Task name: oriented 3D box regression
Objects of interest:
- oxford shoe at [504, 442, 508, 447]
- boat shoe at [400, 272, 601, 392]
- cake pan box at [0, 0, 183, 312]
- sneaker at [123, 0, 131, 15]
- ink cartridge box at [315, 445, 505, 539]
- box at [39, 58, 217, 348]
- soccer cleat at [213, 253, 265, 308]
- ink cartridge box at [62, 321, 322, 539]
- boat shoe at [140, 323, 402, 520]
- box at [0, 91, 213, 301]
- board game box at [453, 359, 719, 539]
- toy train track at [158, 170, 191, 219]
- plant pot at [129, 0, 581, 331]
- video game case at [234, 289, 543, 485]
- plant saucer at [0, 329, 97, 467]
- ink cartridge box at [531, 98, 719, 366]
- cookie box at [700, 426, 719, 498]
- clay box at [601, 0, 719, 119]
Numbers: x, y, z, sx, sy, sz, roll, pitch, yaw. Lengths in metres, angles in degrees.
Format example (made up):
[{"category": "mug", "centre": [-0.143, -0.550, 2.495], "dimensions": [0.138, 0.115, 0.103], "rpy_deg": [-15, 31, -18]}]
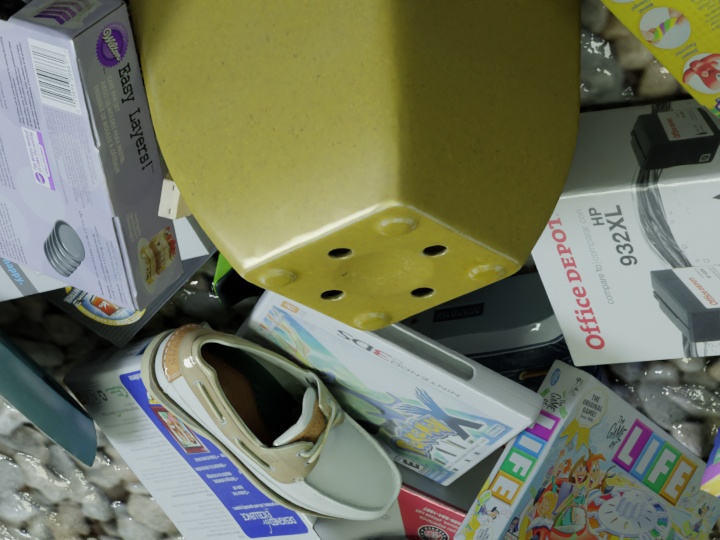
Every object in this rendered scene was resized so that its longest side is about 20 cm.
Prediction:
[{"category": "oxford shoe", "centre": [0.161, 0.160, 1.497], "dimensions": [0.070, 0.075, 0.200], "rpy_deg": [-28, 118, 36]}, {"category": "boat shoe", "centre": [0.060, 0.061, 1.442], "dimensions": [0.200, 0.071, 0.091], "rpy_deg": [-6, 131, 24]}, {"category": "cake pan box", "centre": [-0.200, -0.088, 1.251], "dimensions": [0.184, 0.052, 0.200], "rpy_deg": [17, 134, 33]}, {"category": "sneaker", "centre": [-0.164, -0.176, 1.289], "dimensions": [0.200, 0.082, 0.070], "rpy_deg": [-28, 118, 37]}, {"category": "ink cartridge box", "centre": [0.004, 0.186, 1.567], "dimensions": [0.145, 0.083, 0.200], "rpy_deg": [24, 135, -4]}, {"category": "box", "centre": [-0.172, -0.052, 1.433], "dimensions": [0.160, 0.044, 0.200], "rpy_deg": [36, 132, -13]}, {"category": "soccer cleat", "centre": [0.000, 0.000, 1.398], "dimensions": [0.200, 0.081, 0.068], "rpy_deg": [0, 131, 19]}, {"category": "ink cartridge box", "centre": [-0.102, 0.134, 1.506], "dimensions": [0.200, 0.047, 0.198], "rpy_deg": [52, 150, -13]}, {"category": "boat shoe", "centre": [-0.048, 0.103, 1.387], "dimensions": [0.200, 0.075, 0.068], "rpy_deg": [32, 158, -22]}, {"category": "box", "centre": [-0.210, -0.060, 1.382], "dimensions": [0.200, 0.041, 0.156], "rpy_deg": [-12, 126, 27]}, {"category": "board game box", "centre": [0.159, 0.160, 1.417], "dimensions": [0.034, 0.135, 0.200], "rpy_deg": [24, 172, 46]}, {"category": "toy train track", "centre": [-0.083, -0.074, 1.278], "dimensions": [0.032, 0.200, 0.115], "rpy_deg": [13, 113, 4]}, {"category": "plant pot", "centre": [0.004, -0.085, 1.187], "dimensions": [0.194, 0.200, 0.195], "rpy_deg": [-23, 147, 33]}, {"category": "video game case", "centre": [0.007, 0.073, 1.387], "dimensions": [0.182, 0.022, 0.200], "rpy_deg": [27, 159, -4]}, {"category": "plant saucer", "centre": [-0.254, 0.062, 1.504], "dimensions": [0.200, 0.027, 0.200], "rpy_deg": [43, 175, 5]}, {"category": "ink cartridge box", "centre": [0.210, -0.025, 1.301], "dimensions": [0.200, 0.084, 0.145], "rpy_deg": [-6, 131, 23]}, {"category": "cookie box", "centre": [0.349, 0.131, 1.377], "dimensions": [0.200, 0.075, 0.171], "rpy_deg": [27, 152, -6]}, {"category": "clay box", "centre": [0.191, -0.177, 1.193], "dimensions": [0.200, 0.048, 0.115], "rpy_deg": [42, 130, -21]}]
